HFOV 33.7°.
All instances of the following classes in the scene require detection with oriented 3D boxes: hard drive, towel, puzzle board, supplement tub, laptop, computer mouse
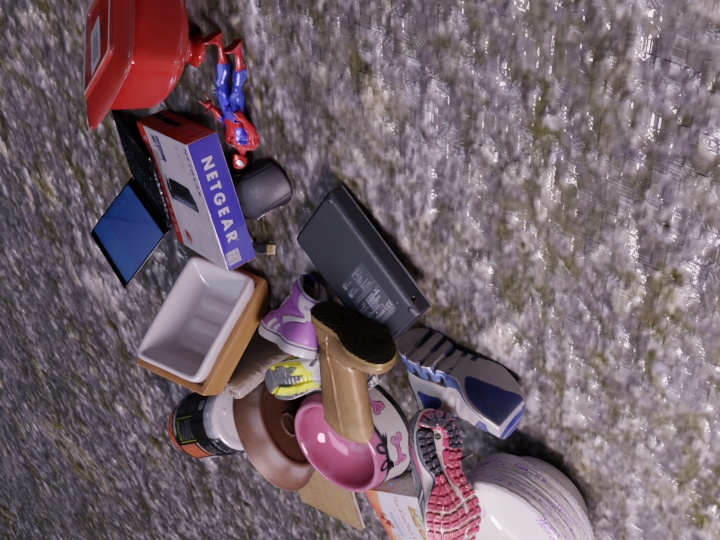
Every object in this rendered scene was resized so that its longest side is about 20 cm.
[{"bbox_3d":[0.000,0.000,1.600,0.200,0.033,0.140,53,147,8],"label":"hard drive"},{"bbox_3d":[-0.218,0.141,1.921,0.199,0.132,0.035,18,132,38],"label":"towel"},{"bbox_3d":[-0.069,0.353,2.067,0.150,0.017,0.201,17,135,39],"label":"puzzle board"},{"bbox_3d":[-0.255,0.267,2.094,0.200,0.122,0.123,-18,109,54],"label":"supplement tub"},{"bbox_3d":[-0.367,-0.112,1.811,0.177,0.103,0.201,47,155,46],"label":"laptop"},{"bbox_3d":[-0.156,-0.079,1.708,0.199,0.046,0.141,-8,115,52],"label":"computer mouse"}]

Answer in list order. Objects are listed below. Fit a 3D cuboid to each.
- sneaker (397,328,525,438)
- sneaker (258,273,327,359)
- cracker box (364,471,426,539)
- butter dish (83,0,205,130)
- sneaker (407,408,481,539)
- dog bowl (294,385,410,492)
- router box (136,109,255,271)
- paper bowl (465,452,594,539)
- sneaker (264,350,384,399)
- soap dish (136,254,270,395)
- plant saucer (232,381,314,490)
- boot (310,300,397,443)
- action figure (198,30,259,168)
[{"bbox_3d":[0.136,0.168,1.610,0.199,0.080,0.116,34,148,32],"label":"sneaker"},{"bbox_3d":[-0.092,0.060,1.770,0.072,0.115,0.200,13,-178,-21],"label":"sneaker"},{"bbox_3d":[0.110,0.386,1.861,0.199,0.058,0.134,-4,121,49],"label":"cracker box"},{"bbox_3d":[-0.274,-0.298,1.553,0.199,0.147,0.201,-36,53,56],"label":"butter dish"},{"bbox_3d":[0.109,0.283,1.587,0.075,0.080,0.201,168,96,-73],"label":"sneaker"},{"bbox_3d":[-0.018,0.256,1.843,0.199,0.074,0.201,24,132,29],"label":"dog bowl"},{"bbox_3d":[-0.237,-0.118,1.709,0.179,0.049,0.201,27,138,54],"label":"router box"},{"bbox_3d":[0.231,0.338,1.636,0.200,0.104,0.201,29,142,26],"label":"paper bowl"},{"bbox_3d":[-0.048,0.140,1.786,0.199,0.085,0.075,-7,111,26],"label":"sneaker"},{"bbox_3d":[-0.241,0.087,1.851,0.157,0.201,0.081,18,164,35],"label":"soap dish"},{"bbox_3d":[-0.125,0.251,1.900,0.037,0.201,0.201,-29,102,25],"label":"plant saucer"},{"bbox_3d":[-0.001,0.158,1.646,0.175,0.066,0.201,39,144,48],"label":"boot"},{"bbox_3d":[-0.174,-0.219,1.594,0.065,0.052,0.201,22,140,28],"label":"action figure"}]
